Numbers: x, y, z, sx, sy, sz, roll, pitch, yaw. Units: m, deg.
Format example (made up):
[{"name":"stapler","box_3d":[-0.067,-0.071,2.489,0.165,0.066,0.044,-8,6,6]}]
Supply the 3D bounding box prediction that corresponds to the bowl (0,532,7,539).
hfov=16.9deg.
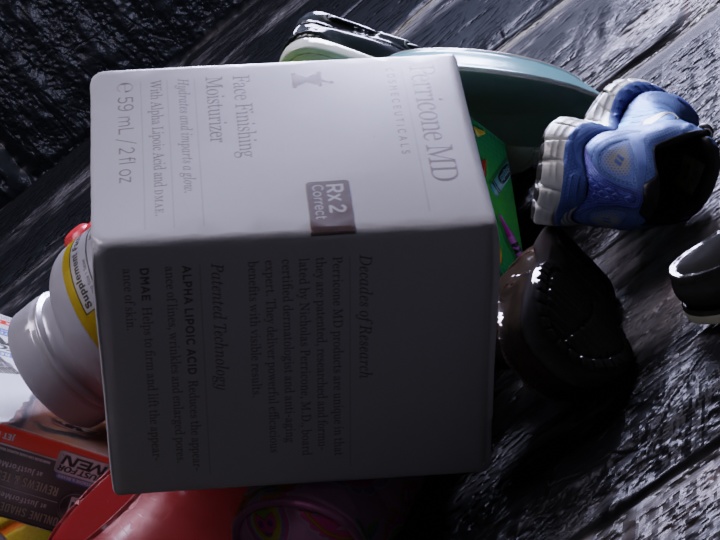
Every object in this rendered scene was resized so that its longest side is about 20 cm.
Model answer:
[{"name":"bowl","box_3d":[-0.229,0.224,1.457,0.090,0.202,0.201,-13,3,-22]}]

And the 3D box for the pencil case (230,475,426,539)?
[{"name":"pencil case","box_3d":[-0.001,0.103,1.338,0.087,0.087,0.200,-32,18,37]}]

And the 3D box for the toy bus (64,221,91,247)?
[{"name":"toy bus","box_3d":[-0.137,0.040,1.691,0.200,0.192,0.136,-27,21,52]}]

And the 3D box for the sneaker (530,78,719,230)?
[{"name":"sneaker","box_3d":[0.167,-0.058,1.407,0.200,0.089,0.079,-36,-43,-62]}]

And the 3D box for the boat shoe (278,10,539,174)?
[{"name":"boat shoe","box_3d":[0.037,-0.129,1.710,0.066,0.199,0.075,-85,16,-46]}]

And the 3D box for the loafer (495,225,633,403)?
[{"name":"loafer","box_3d":[0.099,0.036,1.309,0.071,0.073,0.200,-43,3,14]}]

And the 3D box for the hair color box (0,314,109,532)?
[{"name":"hair color box","box_3d":[-0.206,0.095,1.536,0.200,0.111,0.064,-99,28,-72]}]

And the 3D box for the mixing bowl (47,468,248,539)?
[{"name":"mixing bowl","box_3d":[-0.111,0.168,1.389,0.200,0.108,0.200,-40,13,11]}]

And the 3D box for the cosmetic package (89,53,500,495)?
[{"name":"cosmetic package","box_3d":[-0.037,0.000,1.268,0.199,0.165,0.165,-4,37,-4]}]

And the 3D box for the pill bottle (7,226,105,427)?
[{"name":"pill bottle","box_3d":[-0.110,0.007,1.441,0.200,0.112,0.112,-36,14,22]}]

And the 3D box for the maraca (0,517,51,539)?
[{"name":"maraca","box_3d":[-0.207,0.176,1.639,0.200,0.107,0.137,-116,33,-64]}]

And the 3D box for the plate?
[{"name":"plate","box_3d":[0.080,-0.117,1.598,0.200,0.200,0.026,-13,68,64]}]

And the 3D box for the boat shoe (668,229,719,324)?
[{"name":"boat shoe","box_3d":[0.221,-0.032,1.178,0.201,0.063,0.074,-30,21,47]}]

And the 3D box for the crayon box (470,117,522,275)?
[{"name":"crayon box","box_3d":[0.000,0.000,1.471,0.200,0.058,0.119,-27,51,27]}]
